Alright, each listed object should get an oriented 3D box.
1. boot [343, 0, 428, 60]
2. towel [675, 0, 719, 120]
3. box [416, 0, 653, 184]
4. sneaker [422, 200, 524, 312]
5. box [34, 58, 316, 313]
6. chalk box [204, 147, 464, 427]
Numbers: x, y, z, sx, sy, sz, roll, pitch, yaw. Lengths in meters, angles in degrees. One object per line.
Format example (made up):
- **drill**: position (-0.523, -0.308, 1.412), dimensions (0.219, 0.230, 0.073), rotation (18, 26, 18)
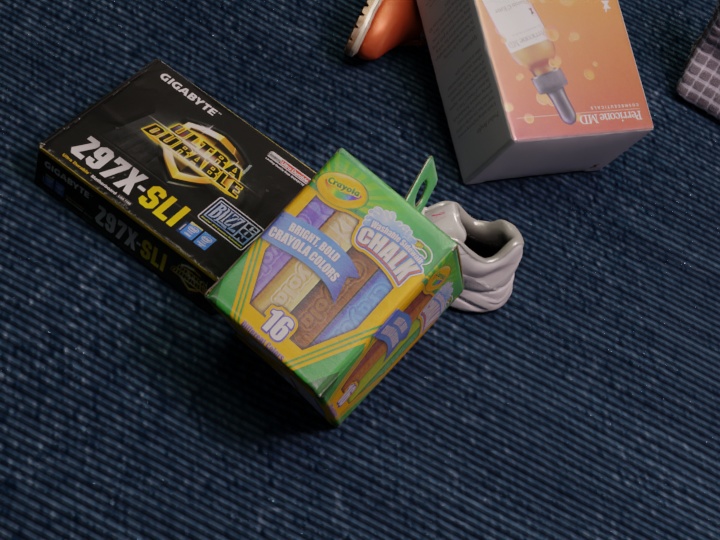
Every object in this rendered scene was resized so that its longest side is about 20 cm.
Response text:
- **boot**: position (0.065, -0.245, 1.641), dimensions (0.107, 0.075, 0.200), rotation (39, 48, 8)
- **towel**: position (0.419, -0.196, 1.661), dimensions (0.200, 0.166, 0.086), rotation (34, 54, 10)
- **box**: position (0.157, -0.195, 1.565), dimensions (0.152, 0.106, 0.201), rotation (-7, 74, -25)
- **sneaker**: position (0.044, -0.024, 1.424), dimensions (0.199, 0.100, 0.078), rotation (1, 51, -19)
- **box**: position (-0.148, -0.075, 1.435), dimensions (0.200, 0.049, 0.160), rotation (36, 51, 12)
- **chalk box**: position (0.000, 0.000, 1.317), dimensions (0.124, 0.124, 0.200), rotation (41, 83, 17)
